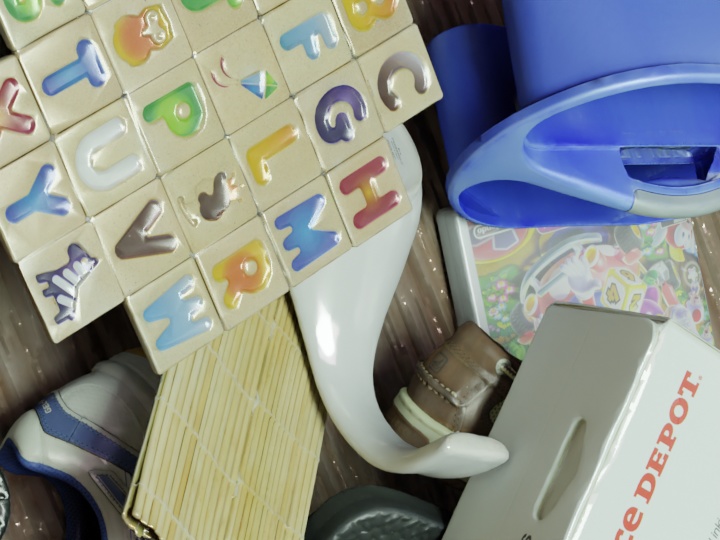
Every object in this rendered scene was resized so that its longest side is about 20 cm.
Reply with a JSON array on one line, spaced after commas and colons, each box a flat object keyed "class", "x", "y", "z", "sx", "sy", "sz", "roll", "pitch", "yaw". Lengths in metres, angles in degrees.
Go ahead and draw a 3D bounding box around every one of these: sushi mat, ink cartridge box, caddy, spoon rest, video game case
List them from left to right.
[{"class": "sushi mat", "x": -0.045, "y": 0.049, "z": 0.900, "sx": 0.096, "sy": 0.012, "sz": 0.200, "roll": 52, "pitch": 32, "yaw": -33}, {"class": "spoon rest", "x": 0.000, "y": 0.000, "z": 0.946, "sx": 0.099, "sy": 0.061, "sz": 0.201, "roll": 14, "pitch": 49, "yaw": -47}, {"class": "video game case", "x": 0.113, "y": 0.054, "z": 1.074, "sx": 0.143, "sy": 0.018, "sz": 0.201, "roll": -16, "pitch": 97, "yaw": -35}, {"class": "caddy", "x": 0.124, "y": -0.070, "z": 0.998, "sx": 0.199, "sy": 0.141, "sz": 0.105, "roll": -2, "pitch": 65, "yaw": -32}, {"class": "ink cartridge box", "x": 0.139, "y": 0.120, "z": 0.941, "sx": 0.200, "sy": 0.083, "sz": 0.147, "roll": 32, "pitch": 78, "yaw": -30}]

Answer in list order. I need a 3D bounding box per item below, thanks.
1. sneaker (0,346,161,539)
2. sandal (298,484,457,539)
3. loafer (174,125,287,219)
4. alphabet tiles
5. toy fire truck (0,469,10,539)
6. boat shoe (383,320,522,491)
[{"class": "sneaker", "x": -0.080, "y": 0.135, "z": 0.908, "sx": 0.088, "sy": 0.075, "sz": 0.201, "roll": -25, "pitch": 93, "yaw": -26}, {"class": "sandal", "x": 0.043, "y": 0.129, "z": 0.978, "sx": 0.075, "sy": 0.048, "sz": 0.200, "roll": -50, "pitch": 133, "yaw": 9}, {"class": "loafer", "x": -0.103, "y": -0.102, "z": 0.898, "sx": 0.075, "sy": 0.070, "sz": 0.201, "roll": -22, "pitch": 84, "yaw": -36}, {"class": "alphabet tiles", "x": -0.057, "y": -0.065, "z": 0.850, "sx": 0.200, "sy": 0.006, "sz": 0.167, "roll": -34, "pitch": 112, "yaw": -30}, {"class": "toy fire truck", "x": -0.240, "y": 0.087, "z": 0.769, "sx": 0.200, "sy": 0.129, "sz": 0.176, "roll": 37, "pitch": 68, "yaw": -16}, {"class": "boat shoe", "x": 0.109, "y": 0.080, "z": 1.001, "sx": 0.202, "sy": 0.075, "sz": 0.075, "roll": 24, "pitch": 101, "yaw": -33}]
